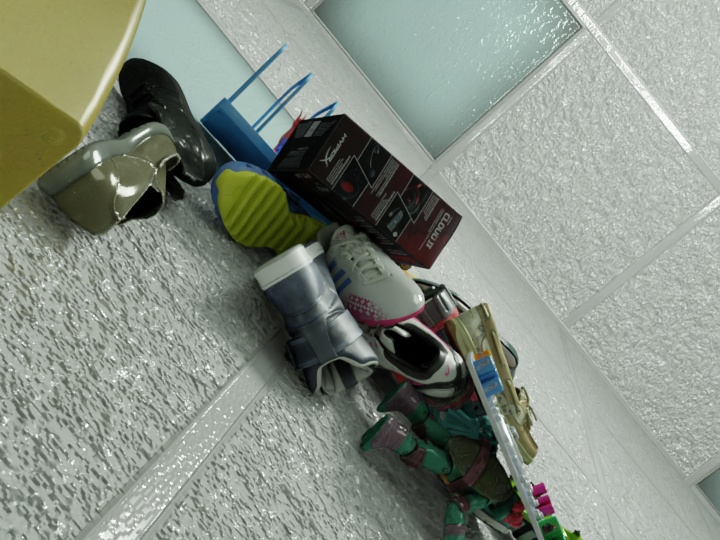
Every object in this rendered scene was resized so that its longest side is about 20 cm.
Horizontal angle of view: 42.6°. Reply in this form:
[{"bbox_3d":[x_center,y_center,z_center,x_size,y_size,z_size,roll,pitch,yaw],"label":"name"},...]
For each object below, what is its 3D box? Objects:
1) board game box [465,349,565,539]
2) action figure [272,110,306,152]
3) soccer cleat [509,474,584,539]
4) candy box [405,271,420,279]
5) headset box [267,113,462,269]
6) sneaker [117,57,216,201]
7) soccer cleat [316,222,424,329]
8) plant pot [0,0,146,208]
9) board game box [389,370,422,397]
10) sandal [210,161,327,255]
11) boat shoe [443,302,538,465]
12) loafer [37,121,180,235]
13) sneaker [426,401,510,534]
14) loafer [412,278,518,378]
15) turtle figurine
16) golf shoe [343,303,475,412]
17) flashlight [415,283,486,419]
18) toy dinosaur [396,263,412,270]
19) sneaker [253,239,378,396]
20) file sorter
[{"bbox_3d":[0.159,0.179,0.954,0.200,0.025,0.203,21,47,-82],"label":"board game box"},{"bbox_3d":[-0.071,-0.154,1.336,0.066,0.099,0.199,54,16,25],"label":"action figure"},{"bbox_3d":[0.204,0.311,1.078,0.066,0.083,0.200,0,21,-29],"label":"soccer cleat"},{"bbox_3d":[0.102,0.095,1.317,0.115,0.055,0.202,27,27,-57],"label":"candy box"},{"bbox_3d":[0.010,-0.081,1.034,0.199,0.076,0.148,38,-9,-22],"label":"headset box"},{"bbox_3d":[-0.208,-0.150,0.933,0.201,0.060,0.104,55,14,17],"label":"sneaker"},{"bbox_3d":[0.000,0.000,0.986,0.199,0.069,0.088,26,-44,62],"label":"soccer cleat"},{"bbox_3d":[-0.246,-0.135,0.519,0.199,0.198,0.179,36,30,-45],"label":"plant pot"},{"bbox_3d":[0.029,0.063,1.141,0.202,0.040,0.153,57,4,22],"label":"board game box"},{"bbox_3d":[-0.111,-0.071,1.034,0.087,0.079,0.200,51,4,28],"label":"sandal"},{"bbox_3d":[0.169,0.138,1.103,0.202,0.062,0.073,62,-4,-12],"label":"boat shoe"},{"bbox_3d":[-0.197,-0.071,0.765,0.070,0.074,0.200,60,17,-9],"label":"loafer"},{"bbox_3d":[0.126,0.205,1.054,0.077,0.079,0.202,37,20,-43],"label":"sneaker"},{"bbox_3d":[0.128,0.086,1.212,0.199,0.072,0.063,36,36,-12],"label":"loafer"},{"bbox_3d":[0.094,0.207,0.925,0.200,0.101,0.150,44,14,-4],"label":"turtle figurine"},{"bbox_3d":[0.035,0.071,0.991,0.198,0.073,0.092,27,-18,37],"label":"golf shoe"},{"bbox_3d":[0.128,0.118,1.159,0.067,0.068,0.202,-37,100,-35],"label":"flashlight"},{"bbox_3d":[0.012,-0.083,1.286,0.102,0.134,0.202,49,20,-46],"label":"toy dinosaur"},{"bbox_3d":[-0.043,0.048,0.937,0.148,0.076,0.202,59,5,-2],"label":"sneaker"},{"bbox_3d":[-0.082,-0.161,1.154,0.200,0.123,0.138,47,-14,-14],"label":"file sorter"}]
